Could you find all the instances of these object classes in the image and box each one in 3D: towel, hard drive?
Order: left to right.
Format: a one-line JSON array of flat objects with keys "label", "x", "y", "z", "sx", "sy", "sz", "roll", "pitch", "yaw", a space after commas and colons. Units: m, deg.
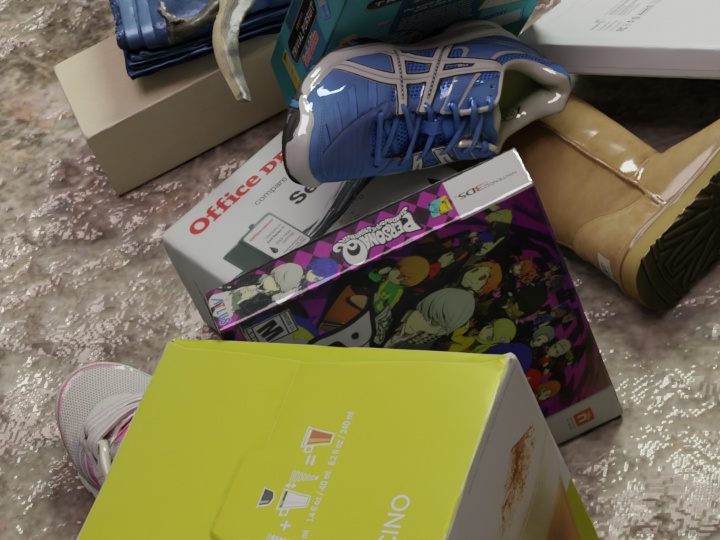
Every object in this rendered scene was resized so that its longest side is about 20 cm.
[{"label": "towel", "x": -0.067, "y": -0.197, "z": 1.715, "sx": 0.199, "sy": 0.049, "sz": 0.112, "roll": -19, "pitch": 51, "yaw": 6}, {"label": "hard drive", "x": 0.211, "y": -0.148, "z": 1.618, "sx": 0.199, "sy": 0.027, "sz": 0.132, "roll": 4, "pitch": 25, "yaw": 28}]

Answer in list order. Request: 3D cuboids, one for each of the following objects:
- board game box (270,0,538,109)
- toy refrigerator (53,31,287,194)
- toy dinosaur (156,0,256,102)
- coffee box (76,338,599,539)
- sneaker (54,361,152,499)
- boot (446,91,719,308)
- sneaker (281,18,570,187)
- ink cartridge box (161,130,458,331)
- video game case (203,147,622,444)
[{"label": "board game box", "x": 0.035, "y": -0.164, "z": 1.591, "sx": 0.150, "sy": 0.200, "sz": 0.047, "roll": -18, "pitch": 77, "yaw": -15}, {"label": "toy refrigerator", "x": -0.092, "y": -0.135, "z": 1.753, "sx": 0.199, "sy": 0.070, "sz": 0.076, "roll": -28, "pitch": 51, "yaw": -1}, {"label": "toy dinosaur", "x": -0.080, "y": -0.180, "z": 1.639, "sx": 0.088, "sy": 0.048, "sz": 0.201, "roll": -3, "pitch": 49, "yaw": 28}, {"label": "coffee box", "x": -0.012, "y": 0.172, "z": 1.330, "sx": 0.199, "sy": 0.198, "sz": 0.200, "roll": 2, "pitch": 50, "yaw": 26}, {"label": "sneaker", "x": -0.118, "y": 0.103, "z": 1.524, "sx": 0.081, "sy": 0.088, "sz": 0.200, "roll": -39, "pitch": 45, "yaw": -13}, {"label": "boot", "x": 0.154, "y": -0.080, "z": 1.589, "sx": 0.175, "sy": 0.066, "sz": 0.200, "roll": -39, "pitch": 43, "yaw": -15}, {"label": "sneaker", "x": 0.038, "y": -0.096, "z": 1.531, "sx": 0.199, "sy": 0.076, "sz": 0.077, "roll": -26, "pitch": 35, "yaw": -36}, {"label": "ink cartridge box", "x": 0.000, "y": 0.000, "z": 1.570, "sx": 0.147, "sy": 0.083, "sz": 0.200, "roll": -42, "pitch": 45, "yaw": -17}, {"label": "video game case", "x": 0.033, "y": 0.046, "z": 1.428, "sx": 0.181, "sy": 0.200, "sz": 0.036, "roll": -25, "pitch": 45, "yaw": 0}]
